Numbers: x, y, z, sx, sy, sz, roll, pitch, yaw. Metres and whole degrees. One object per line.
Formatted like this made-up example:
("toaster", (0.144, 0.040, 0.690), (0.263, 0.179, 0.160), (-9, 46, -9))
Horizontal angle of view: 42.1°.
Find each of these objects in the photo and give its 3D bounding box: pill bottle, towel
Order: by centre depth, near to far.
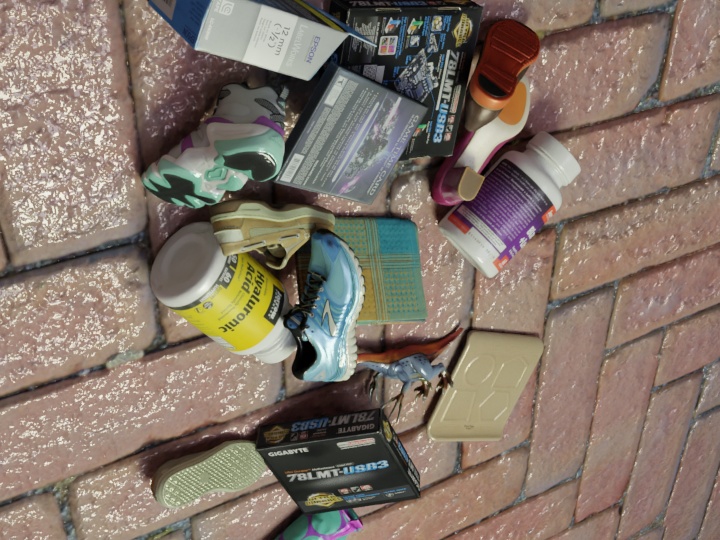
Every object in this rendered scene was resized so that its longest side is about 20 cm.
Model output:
("pill bottle", (-0.158, 0.036, 1.166), (0.111, 0.111, 0.200), (-45, 135, 1))
("towel", (0.000, 0.000, 1.262), (0.198, 0.022, 0.149), (0, 80, -33))
("pill bottle", (0.215, -0.097, 1.333), (0.200, 0.111, 0.111), (-46, 134, 2))

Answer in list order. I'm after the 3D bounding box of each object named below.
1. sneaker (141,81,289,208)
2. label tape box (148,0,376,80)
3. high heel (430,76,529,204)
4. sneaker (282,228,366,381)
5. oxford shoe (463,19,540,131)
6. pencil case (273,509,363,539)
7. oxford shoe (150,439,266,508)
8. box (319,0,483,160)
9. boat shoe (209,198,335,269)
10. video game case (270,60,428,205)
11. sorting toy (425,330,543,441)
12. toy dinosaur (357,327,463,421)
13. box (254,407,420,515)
("sneaker", (-0.155, -0.154, 1.055), (0.078, 0.198, 0.141), (43, 47, -44))
("label tape box", (-0.102, -0.257, 0.978), (0.198, 0.143, 0.067), (10, 114, -39))
("high heel", (0.162, -0.180, 1.290), (0.067, 0.096, 0.202), (27, 82, -23))
("sneaker", (-0.050, 0.049, 1.149), (0.089, 0.078, 0.203), (-9, 110, -32))
("oxford shoe", (0.173, -0.252, 1.192), (0.201, 0.071, 0.073), (-56, 177, -41))
("pencil case", (-0.091, 0.449, 1.511), (0.200, 0.092, 0.085), (-42, 118, -5))
("oxford shoe", (-0.217, 0.287, 1.341), (0.199, 0.057, 0.076), (-11, 96, -45))
("box", (0.043, -0.232, 1.153), (0.196, 0.050, 0.202), (-11, 127, -31))
("boat shoe", (-0.102, -0.039, 1.133), (0.199, 0.071, 0.077), (-1, 80, -49))
("video game case", (-0.009, -0.151, 1.081), (0.199, 0.019, 0.144), (6, 119, -58))
("sorting toy", (0.208, 0.196, 1.590), (0.183, 0.036, 0.202), (7, 111, -38))
("toy dinosaur", (0.049, 0.144, 1.437), (0.181, 0.104, 0.202), (35, 59, -31))
("box", (-0.030, 0.290, 1.408), (0.197, 0.050, 0.199), (-11, 137, 15))
